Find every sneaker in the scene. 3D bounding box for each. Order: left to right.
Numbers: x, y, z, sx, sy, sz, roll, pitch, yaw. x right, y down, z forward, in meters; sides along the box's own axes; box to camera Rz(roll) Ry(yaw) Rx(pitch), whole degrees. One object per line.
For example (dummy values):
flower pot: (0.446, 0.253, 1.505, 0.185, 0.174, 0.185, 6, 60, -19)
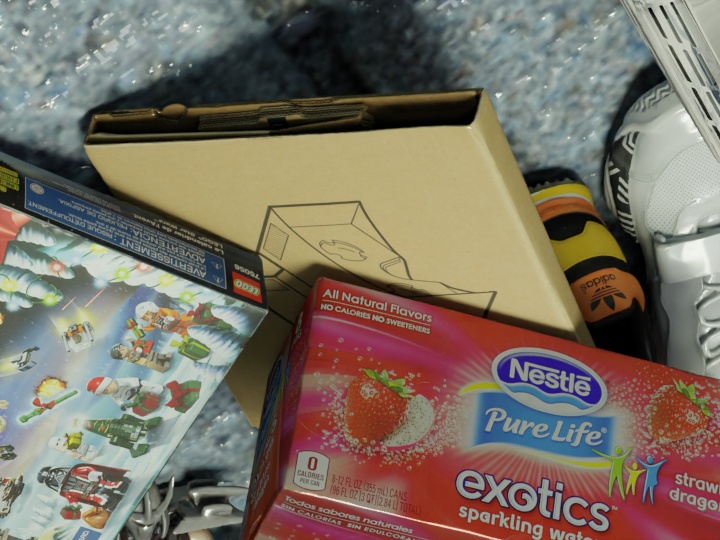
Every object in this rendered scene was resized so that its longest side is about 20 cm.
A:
sneaker: (0.095, 0.056, 1.261, 0.070, 0.090, 0.201, -20, 138, -10)
sneaker: (0.162, 0.011, 1.236, 0.075, 0.115, 0.201, -19, 138, -13)

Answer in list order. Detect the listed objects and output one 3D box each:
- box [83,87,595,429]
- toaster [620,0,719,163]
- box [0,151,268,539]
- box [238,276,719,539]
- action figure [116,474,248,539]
box: (0.000, 0.000, 1.142, 0.163, 0.021, 0.200, -2, 143, 20)
toaster: (0.160, -0.130, 1.098, 0.129, 0.114, 0.200, -31, 141, 5)
box: (-0.143, 0.053, 1.132, 0.136, 0.040, 0.200, 22, 121, -21)
box: (0.058, 0.087, 1.142, 0.199, 0.100, 0.096, 15, 147, -8)
action figure: (-0.103, 0.166, 1.278, 0.129, 0.070, 0.201, -2, 129, -15)
